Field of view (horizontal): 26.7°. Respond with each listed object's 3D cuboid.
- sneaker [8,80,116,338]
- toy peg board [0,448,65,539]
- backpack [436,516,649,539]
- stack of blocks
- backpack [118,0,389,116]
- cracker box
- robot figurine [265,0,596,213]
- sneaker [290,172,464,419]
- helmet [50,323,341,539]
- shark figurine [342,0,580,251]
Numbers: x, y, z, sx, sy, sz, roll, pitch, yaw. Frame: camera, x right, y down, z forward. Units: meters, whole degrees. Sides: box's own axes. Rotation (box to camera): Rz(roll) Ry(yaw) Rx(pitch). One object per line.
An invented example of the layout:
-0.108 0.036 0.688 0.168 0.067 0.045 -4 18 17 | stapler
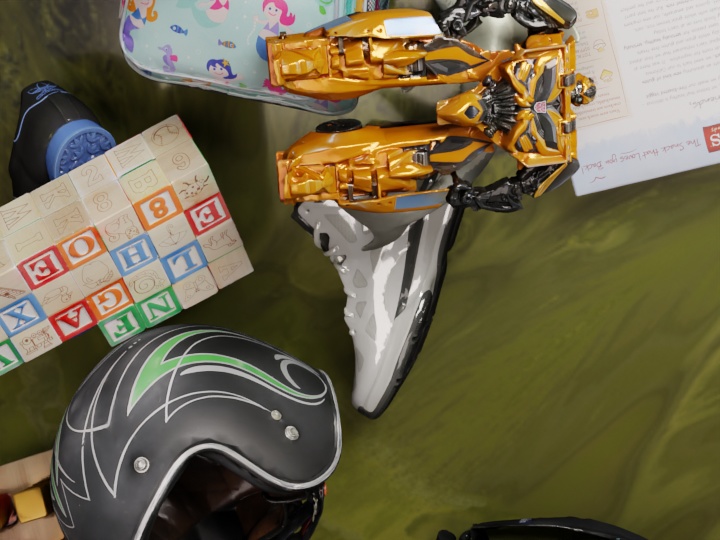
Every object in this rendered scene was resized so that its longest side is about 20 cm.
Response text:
-0.215 -0.043 1.095 0.078 0.070 0.201 46 140 35 | sneaker
-0.242 0.244 1.144 0.198 0.098 0.202 -18 88 3 | toy peg board
0.158 0.258 1.117 0.198 0.167 0.128 3 97 -9 | backpack
-0.185 -0.006 1.039 0.199 0.059 0.116 -28 140 -8 | stack of blocks
-0.065 -0.209 0.962 0.176 0.151 0.202 12 109 4 | backpack
0.181 -0.162 0.990 0.133 0.058 0.201 -12 110 14 | cracker box
0.046 -0.097 0.905 0.198 0.058 0.146 -6 109 -5 | robot figurine
0.000 0.000 1.085 0.115 0.076 0.202 19 106 9 | sneaker
-0.123 0.135 1.072 0.189 0.200 0.201 7 115 -14 | helmet
0.071 -0.105 0.989 0.127 0.089 0.216 16 92 14 | shark figurine
